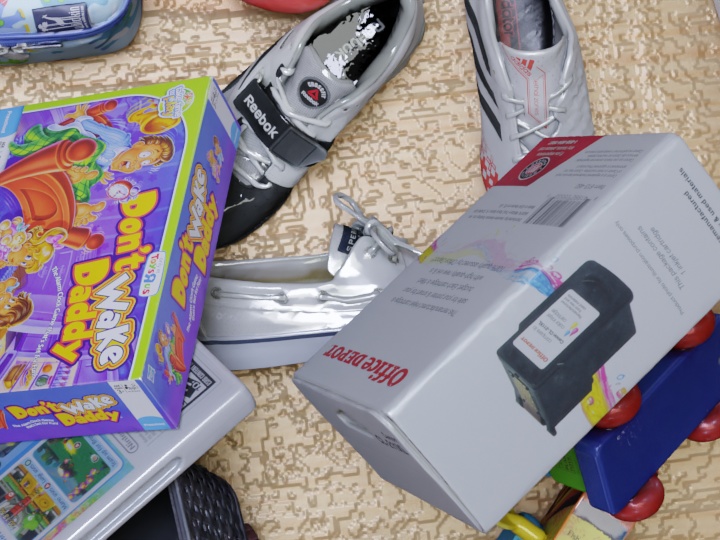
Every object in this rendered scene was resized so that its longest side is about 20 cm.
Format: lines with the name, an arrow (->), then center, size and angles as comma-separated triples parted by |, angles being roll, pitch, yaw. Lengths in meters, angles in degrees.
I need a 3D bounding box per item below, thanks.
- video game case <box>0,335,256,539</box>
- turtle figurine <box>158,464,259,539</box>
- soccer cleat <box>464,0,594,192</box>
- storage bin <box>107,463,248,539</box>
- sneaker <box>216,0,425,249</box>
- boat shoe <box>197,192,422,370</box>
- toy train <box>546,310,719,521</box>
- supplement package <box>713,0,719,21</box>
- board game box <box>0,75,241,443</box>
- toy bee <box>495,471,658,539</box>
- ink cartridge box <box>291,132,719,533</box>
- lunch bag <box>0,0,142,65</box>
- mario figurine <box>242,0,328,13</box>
video game case -> -0.178, 0.073, 0.828 | 0.182, 0.024, 0.200 | -41, 49, -12
turtle figurine -> -0.047, 0.210, 0.893 | 0.200, 0.101, 0.150 | 38, 73, 14
soccer cleat -> 0.100, -0.096, 0.910 | 0.069, 0.085, 0.200 | -10, 89, -2
storage bin -> -0.122, 0.204, 0.817 | 0.135, 0.094, 0.200 | -21, 66, 11
sneaker -> -0.041, -0.095, 0.905 | 0.074, 0.089, 0.200 | 41, 89, -2
boat shoe -> -0.001, -0.001, 0.908 | 0.202, 0.075, 0.086 | -7, 106, 4
toy train -> 0.158, 0.045, 0.907 | 0.200, 0.116, 0.085 | -41, 128, -30
supplement package -> 0.321, -0.152, 0.905 | 0.200, 0.114, 0.110 | -18, 91, -4
board game box -> -0.146, -0.007, 0.832 | 0.134, 0.045, 0.200 | -7, 50, 18
toy bee -> 0.111, 0.185, 0.895 | 0.131, 0.109, 0.200 | 15, 88, -3
ink cartridge box -> 0.079, 0.025, 0.808 | 0.200, 0.146, 0.083 | -43, 107, -12
lunch bag -> -0.208, -0.217, 0.904 | 0.161, 0.082, 0.200 | -3, 88, 0
mario figurine -> -0.055, -0.243, 0.893 | 0.123, 0.106, 0.200 | -19, 84, 18
